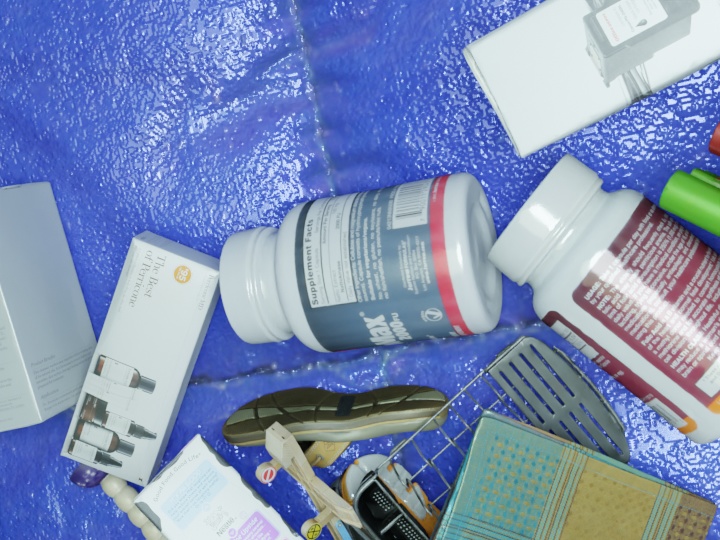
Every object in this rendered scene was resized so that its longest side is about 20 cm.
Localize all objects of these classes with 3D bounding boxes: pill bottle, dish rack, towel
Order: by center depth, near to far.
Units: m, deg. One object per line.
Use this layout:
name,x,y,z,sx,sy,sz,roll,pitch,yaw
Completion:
pill bottle,0.195,0.016,0.695,0.200,0.114,0.115,40,109,7
towel,0.149,0.202,0.718,0.198,0.022,0.148,22,92,-10
dish rack,0.108,0.157,0.744,0.200,0.055,0.154,-42,98,0
pill bottle,0.000,0.000,0.753,0.198,0.119,0.121,-9,97,20

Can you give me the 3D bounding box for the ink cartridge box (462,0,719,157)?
ink cartridge box,0.182,-0.158,0.651,0.199,0.145,0.084,-27,92,20

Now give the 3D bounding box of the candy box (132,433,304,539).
candy box,-0.084,0.234,0.786,0.200,0.168,0.072,43,72,5

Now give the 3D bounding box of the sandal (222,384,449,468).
sandal,-0.022,0.133,0.810,0.198,0.080,0.055,-5,105,14

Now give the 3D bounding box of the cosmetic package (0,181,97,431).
cosmetic package,-0.306,0.030,0.864,0.080,0.113,0.202,-15,93,19

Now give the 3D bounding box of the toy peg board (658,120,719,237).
toy peg board,0.281,-0.088,0.614,0.097,0.199,0.201,30,108,26

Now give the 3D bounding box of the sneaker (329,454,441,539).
sneaker,0.048,0.237,0.811,0.201,0.078,0.077,51,141,-2

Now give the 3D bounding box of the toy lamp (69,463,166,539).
toy lamp,-0.176,0.242,0.887,0.200,0.058,0.058,46,110,6

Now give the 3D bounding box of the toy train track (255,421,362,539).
toy train track,-0.032,0.198,0.756,0.114,0.032,0.201,28,150,49

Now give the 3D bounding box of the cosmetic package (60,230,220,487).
cosmetic package,-0.184,0.076,0.844,0.082,0.051,0.202,20,99,-3
